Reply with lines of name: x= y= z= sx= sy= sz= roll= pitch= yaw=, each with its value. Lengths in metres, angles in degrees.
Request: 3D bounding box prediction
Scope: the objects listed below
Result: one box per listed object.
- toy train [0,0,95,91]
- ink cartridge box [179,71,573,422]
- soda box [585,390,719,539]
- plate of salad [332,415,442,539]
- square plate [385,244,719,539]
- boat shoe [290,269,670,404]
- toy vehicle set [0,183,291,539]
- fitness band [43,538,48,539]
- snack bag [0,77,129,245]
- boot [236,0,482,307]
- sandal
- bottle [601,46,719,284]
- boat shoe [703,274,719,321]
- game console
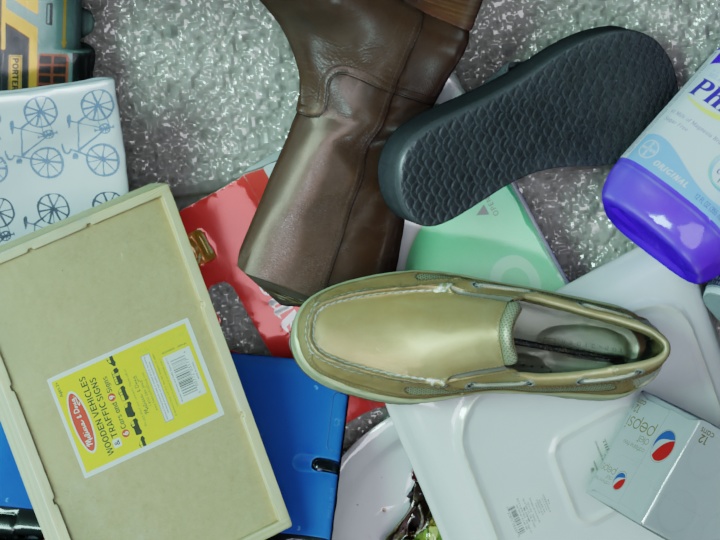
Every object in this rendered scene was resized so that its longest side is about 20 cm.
toy train: x=-0.200 y=-0.153 z=1.434 sx=0.114 sy=0.085 sz=0.200 roll=1 pitch=99 yaw=-14
ink cartridge box: x=0.000 y=0.000 z=1.484 sx=0.200 sy=0.050 sz=0.161 roll=-30 pitch=100 yaw=2
soda box: x=0.226 y=0.143 z=1.473 sx=0.200 sy=0.064 sz=0.068 roll=30 pitch=89 yaw=-28
plate of salad: x=0.067 y=0.170 z=1.518 sx=0.200 sy=0.048 sz=0.200 roll=0 pitch=101 yaw=-1
square plate: x=0.132 y=0.106 z=1.478 sx=0.198 sy=0.028 sz=0.200 roll=-27 pitch=110 yaw=-15
boat shoe: x=0.065 y=0.033 z=1.391 sx=0.200 sy=0.076 sz=0.072 roll=0 pitch=84 yaw=-12
toy vehicle set: x=-0.126 y=0.069 z=1.394 sx=0.124 sy=0.027 sz=0.200 roll=-23 pitch=100 yaw=-23
fitness band: x=-0.161 y=0.230 z=1.411 sx=0.144 sy=0.037 sz=0.200 roll=39 pitch=74 yaw=-17
snack bag: x=-0.220 y=-0.014 z=1.424 sx=0.200 sy=0.021 sz=0.189 roll=-4 pitch=120 yaw=-2
boot: x=-0.040 y=-0.075 z=1.396 sx=0.186 sy=0.064 sz=0.200 roll=14 pitch=104 yaw=-25
sandal: x=0.089 y=-0.085 z=1.437 sx=0.200 sy=0.043 sz=0.076 roll=-20 pitch=114 yaw=-30
bottle: x=0.222 y=-0.088 z=1.448 sx=0.084 sy=0.065 sz=0.200 roll=40 pitch=82 yaw=21
boat shoe: x=0.288 y=0.042 z=1.490 sx=0.200 sy=0.071 sz=0.091 roll=44 pitch=78 yaw=-20
game console: x=-0.110 y=0.141 z=1.510 sx=0.200 sy=0.118 sz=0.171 roll=5 pitch=70 yaw=5
